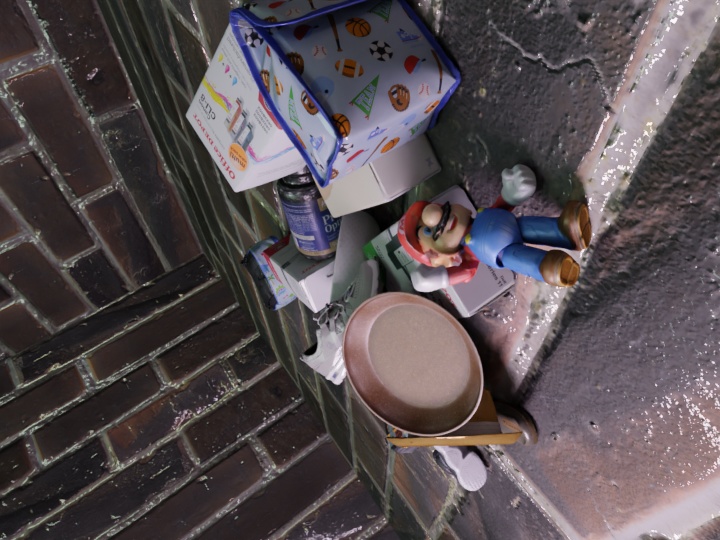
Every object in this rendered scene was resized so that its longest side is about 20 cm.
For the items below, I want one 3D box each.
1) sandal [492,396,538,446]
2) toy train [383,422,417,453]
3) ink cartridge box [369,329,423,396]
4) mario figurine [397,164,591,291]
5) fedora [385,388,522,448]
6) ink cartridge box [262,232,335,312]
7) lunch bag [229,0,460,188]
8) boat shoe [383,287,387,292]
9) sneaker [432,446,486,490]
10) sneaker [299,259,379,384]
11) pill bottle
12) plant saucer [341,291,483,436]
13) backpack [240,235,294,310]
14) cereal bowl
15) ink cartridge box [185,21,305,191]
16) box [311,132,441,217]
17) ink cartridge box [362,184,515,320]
[{"bbox_3d":[0.206,0.246,0.870,0.082,0.054,0.200,64,160,-15],"label":"sandal"},{"bbox_3d":[0.107,0.251,0.977,0.200,0.084,0.115,-53,41,41],"label":"toy train"},{"bbox_3d":[0.056,0.134,0.839,0.117,0.067,0.200,51,164,4],"label":"ink cartridge box"},{"bbox_3d":[0.115,-0.039,0.534,0.198,0.123,0.107,9,121,41],"label":"mario figurine"},{"bbox_3d":[0.135,0.217,0.786,0.201,0.198,0.083,122,148,-69],"label":"fedora"},{"bbox_3d":[-0.090,-0.015,1.083,0.200,0.144,0.084,33,150,53],"label":"ink cartridge box"},{"bbox_3d":[-0.021,-0.224,0.567,0.201,0.169,0.124,57,158,8],"label":"lunch bag"},{"bbox_3d":[0.057,0.068,0.963,0.200,0.067,0.072,37,152,43],"label":"boat shoe"},{"bbox_3d":[0.169,0.342,1.073,0.201,0.075,0.114,60,163,3],"label":"sneaker"},{"bbox_3d":[-0.029,0.072,0.777,0.081,0.202,0.075,22,-164,-4],"label":"sneaker"},{"bbox_3d":[-0.087,-0.127,0.964,0.112,0.111,0.201,39,153,43],"label":"pill bottle"},{"bbox_3d":[0.068,0.118,0.697,0.198,0.037,0.203,12,114,28],"label":"plant saucer"},{"bbox_3d":[-0.220,-0.004,1.422,0.184,0.146,0.200,59,165,2],"label":"backpack"},{"bbox_3d":[0.000,0.000,0.892,0.200,0.082,0.203,9,-90,-89],"label":"cereal bowl"},{"bbox_3d":[-0.125,-0.235,0.754,0.146,0.144,0.200,56,137,4],"label":"ink cartridge box"},{"bbox_3d":[0.014,-0.135,0.731,0.078,0.094,0.200,62,159,-10],"label":"box"},{"bbox_3d":[0.096,-0.010,0.722,0.148,0.083,0.200,59,161,0],"label":"ink cartridge box"}]
